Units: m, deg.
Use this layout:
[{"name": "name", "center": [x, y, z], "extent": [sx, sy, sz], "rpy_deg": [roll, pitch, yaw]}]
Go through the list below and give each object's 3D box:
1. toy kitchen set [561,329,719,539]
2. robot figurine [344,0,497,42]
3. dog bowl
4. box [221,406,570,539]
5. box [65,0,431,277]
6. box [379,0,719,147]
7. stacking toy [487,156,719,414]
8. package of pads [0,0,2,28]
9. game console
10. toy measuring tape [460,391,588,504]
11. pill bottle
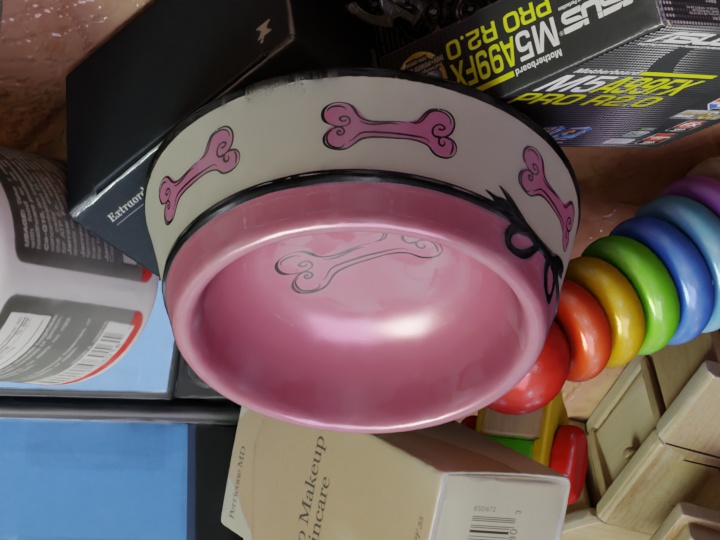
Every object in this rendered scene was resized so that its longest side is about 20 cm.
[{"name": "toy kitchen set", "center": [0.107, 0.116, 1.353], "extent": [0.180, 0.163, 0.200], "rpy_deg": [15, 129, -21]}, {"name": "robot figurine", "center": [0.007, -0.185, 1.108], "extent": [0.200, 0.058, 0.145], "rpy_deg": [17, 104, -22]}, {"name": "dog bowl", "center": [0.000, 0.000, 1.114], "extent": [0.200, 0.074, 0.200], "rpy_deg": [1, 145, 0]}, {"name": "box", "center": [0.013, 0.118, 1.260], "extent": [0.078, 0.200, 0.095], "rpy_deg": [6, 98, -32]}, {"name": "box", "center": [-0.023, -0.052, 1.213], "extent": [0.148, 0.107, 0.200], "rpy_deg": [-36, 129, 24]}, {"name": "box", "center": [0.133, -0.101, 1.137], "extent": [0.160, 0.044, 0.200], "rpy_deg": [-21, 167, 42]}, {"name": "stacking toy", "center": [0.131, 0.017, 1.252], "extent": [0.200, 0.085, 0.085], "rpy_deg": [-29, 143, -31]}, {"name": "package of pads", "center": [-0.258, -0.107, 1.094], "extent": [0.200, 0.155, 0.068], "rpy_deg": [-5, 123, -3]}, {"name": "game console", "center": [-0.155, 0.083, 1.316], "extent": [0.200, 0.116, 0.176], "rpy_deg": [2, 133, -11]}, {"name": "toy measuring tape", "center": [0.090, 0.063, 1.309], "extent": [0.074, 0.200, 0.074], "rpy_deg": [9, 166, 2]}, {"name": "pill bottle", "center": [-0.190, -0.006, 1.166], "extent": [0.114, 0.114, 0.200], "rpy_deg": [-30, 164, 19]}]
